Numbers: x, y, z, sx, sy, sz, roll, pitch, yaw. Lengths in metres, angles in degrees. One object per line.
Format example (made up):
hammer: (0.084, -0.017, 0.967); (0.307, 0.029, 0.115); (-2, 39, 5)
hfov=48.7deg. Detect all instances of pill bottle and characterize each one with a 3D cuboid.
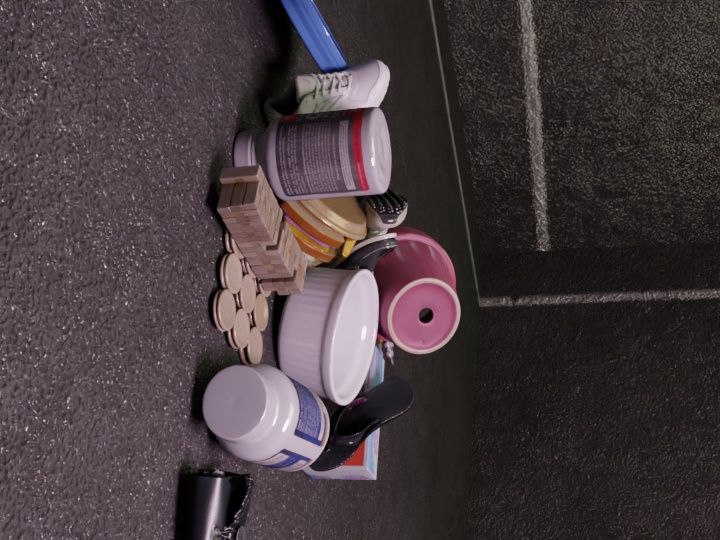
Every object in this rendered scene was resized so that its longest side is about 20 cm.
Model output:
pill bottle: (-0.115, 0.178, 0.971); (0.200, 0.108, 0.114); (52, 38, -65)
pill bottle: (-0.063, -0.151, 1.053); (0.111, 0.194, 0.114); (-3, 90, -75)

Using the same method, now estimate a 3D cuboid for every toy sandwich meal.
toy sandwich meal: (-0.070, -0.097, 1.200); (0.204, 0.070, 0.206); (39, 19, -16)

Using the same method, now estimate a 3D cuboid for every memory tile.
memory tile: (-0.150, 0.008, 1.049); (0.154, 0.016, 0.205); (63, 27, -57)

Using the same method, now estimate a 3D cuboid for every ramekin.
ramekin: (-0.048, 0.092, 1.205); (0.200, 0.095, 0.206); (10, 90, -72)

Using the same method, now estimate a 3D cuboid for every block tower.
block tower: (-0.124, -0.045, 1.022); (0.202, 0.052, 0.059); (68, 23, -51)

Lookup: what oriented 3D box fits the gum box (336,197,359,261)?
gum box: (-0.020, -0.113, 1.444); (0.114, 0.064, 0.206); (-64, 148, -71)

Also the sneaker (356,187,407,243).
sneaker: (0.031, -0.078, 1.298); (0.200, 0.068, 0.096); (-124, -144, -70)

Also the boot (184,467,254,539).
boot: (-0.142, 0.321, 0.908); (0.200, 0.074, 0.173); (47, 46, -59)

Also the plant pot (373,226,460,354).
plant pot: (0.083, 0.045, 1.349); (0.179, 0.195, 0.205); (-125, -155, -68)

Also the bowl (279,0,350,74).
bowl: (-0.079, -0.375, 1.190); (0.203, 0.039, 0.201); (59, 8, -13)

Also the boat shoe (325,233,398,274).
boat shoe: (0.000, 0.000, 1.286); (0.071, 0.199, 0.069); (-10, 71, -43)

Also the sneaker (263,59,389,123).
sneaker: (-0.052, -0.250, 1.143); (0.099, 0.197, 0.079); (43, 23, -56)

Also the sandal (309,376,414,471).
sandal: (-0.006, 0.226, 1.216); (0.076, 0.199, 0.048); (48, -15, 23)

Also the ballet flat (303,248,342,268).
ballet flat: (-0.070, -0.035, 1.295); (0.065, 0.075, 0.199); (-62, 164, 11)

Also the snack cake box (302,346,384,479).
snack cake box: (-0.026, 0.230, 1.292); (0.068, 0.112, 0.205); (61, 30, -58)

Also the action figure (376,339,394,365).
action figure: (0.053, 0.087, 1.629); (0.199, 0.102, 0.199); (20, 83, -63)
